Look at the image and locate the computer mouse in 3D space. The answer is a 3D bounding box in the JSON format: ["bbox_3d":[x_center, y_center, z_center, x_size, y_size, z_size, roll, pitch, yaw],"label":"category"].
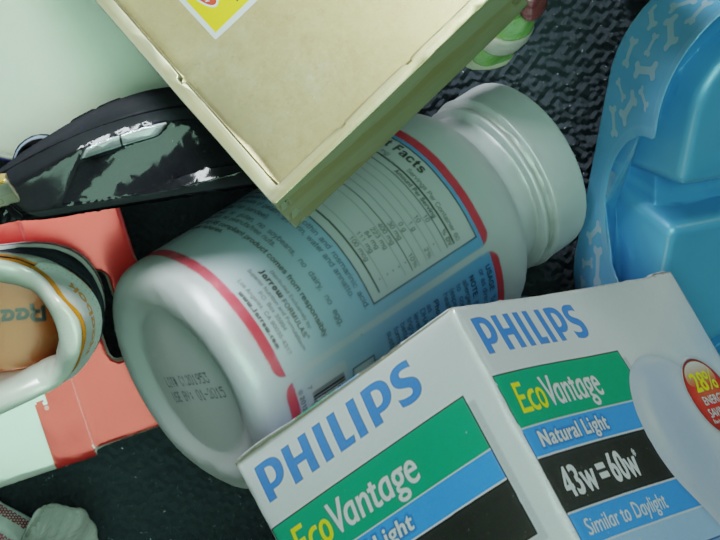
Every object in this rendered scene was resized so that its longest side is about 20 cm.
[{"bbox_3d":[-0.117,-0.045,0.998,0.198,0.140,0.046,-9,91,5],"label":"computer mouse"}]

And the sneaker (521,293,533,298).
[{"bbox_3d":[0.058,0.111,1.156,0.071,0.072,0.202,16,95,-8],"label":"sneaker"}]

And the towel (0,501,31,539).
[{"bbox_3d":[-0.169,0.219,1.168,0.146,0.030,0.201,33,93,-8],"label":"towel"}]

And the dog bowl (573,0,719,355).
[{"bbox_3d":[0.152,-0.043,1.119,0.111,0.050,0.201,-11,125,-30],"label":"dog bowl"}]

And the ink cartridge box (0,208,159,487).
[{"bbox_3d":[-0.189,0.040,1.116,0.199,0.067,0.117,-18,101,-4],"label":"ink cartridge box"}]

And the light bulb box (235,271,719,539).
[{"bbox_3d":[0.087,0.120,1.006,0.125,0.198,0.201,-36,76,29],"label":"light bulb box"}]

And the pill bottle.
[{"bbox_3d":[0.000,0.000,1.087,0.199,0.109,0.109,-32,103,-28],"label":"pill bottle"}]

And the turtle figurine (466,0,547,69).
[{"bbox_3d":[0.060,-0.167,1.080,0.199,0.193,0.145,-29,77,35],"label":"turtle figurine"}]

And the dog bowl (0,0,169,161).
[{"bbox_3d":[-0.133,-0.147,1.088,0.198,0.079,0.202,-1,98,-7],"label":"dog bowl"}]

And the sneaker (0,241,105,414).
[{"bbox_3d":[-0.204,0.030,1.039,0.198,0.079,0.079,-13,101,-4],"label":"sneaker"}]

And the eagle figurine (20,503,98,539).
[{"bbox_3d":[-0.199,0.174,1.074,0.198,0.151,0.153,1,83,4],"label":"eagle figurine"}]

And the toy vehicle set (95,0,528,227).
[{"bbox_3d":[-0.043,-0.130,0.991,0.124,0.027,0.200,-42,65,2],"label":"toy vehicle set"}]
